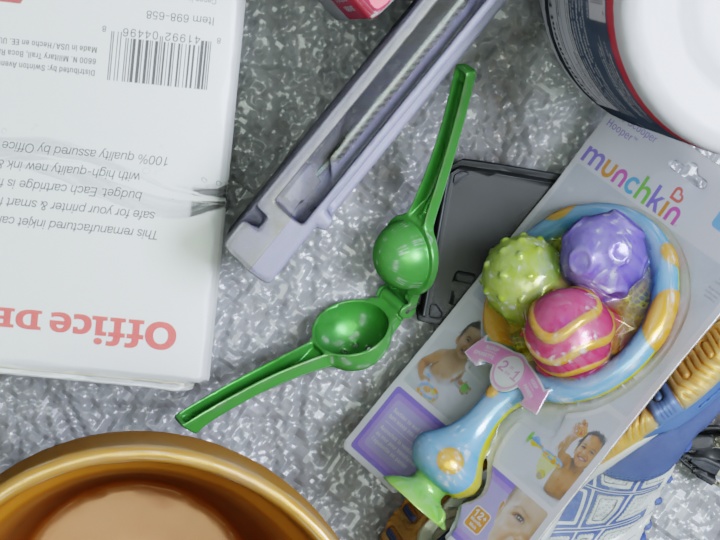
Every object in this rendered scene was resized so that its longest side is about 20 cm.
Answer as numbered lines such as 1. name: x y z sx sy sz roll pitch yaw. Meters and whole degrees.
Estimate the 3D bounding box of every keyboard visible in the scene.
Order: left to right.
1. keyboard: 0.124 0.026 1.272 0.198 0.021 0.128 11 93 -5

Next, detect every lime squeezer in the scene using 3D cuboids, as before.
1. lime squeezer: 0.000 0.000 1.240 0.071 0.038 0.200 37 94 -33

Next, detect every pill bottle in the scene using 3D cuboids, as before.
1. pill bottle: 0.141 -0.115 1.165 0.119 0.200 0.121 -1 99 -9

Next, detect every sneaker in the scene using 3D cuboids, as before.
1. sneaker: 0.102 0.093 1.245 0.200 0.075 0.088 -40 124 17

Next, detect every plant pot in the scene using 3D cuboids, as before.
1. plant pot: -0.094 0.160 1.183 0.199 0.183 0.202 0 95 -5

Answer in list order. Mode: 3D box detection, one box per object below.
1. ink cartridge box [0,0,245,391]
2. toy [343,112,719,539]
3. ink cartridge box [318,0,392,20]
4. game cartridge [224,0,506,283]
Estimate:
1. ink cartridge box: -0.129 -0.057 1.209 0.143 0.084 0.202 6 94 -6
2. toy: 0.079 0.023 1.202 0.200 0.115 0.047 -54 141 3
3. ink cartridge box: -0.041 -0.205 1.172 0.084 0.145 0.200 -43 98 -1
4. game cartridge: 0.015 -0.081 1.196 0.038 0.130 0.200 39 92 0
